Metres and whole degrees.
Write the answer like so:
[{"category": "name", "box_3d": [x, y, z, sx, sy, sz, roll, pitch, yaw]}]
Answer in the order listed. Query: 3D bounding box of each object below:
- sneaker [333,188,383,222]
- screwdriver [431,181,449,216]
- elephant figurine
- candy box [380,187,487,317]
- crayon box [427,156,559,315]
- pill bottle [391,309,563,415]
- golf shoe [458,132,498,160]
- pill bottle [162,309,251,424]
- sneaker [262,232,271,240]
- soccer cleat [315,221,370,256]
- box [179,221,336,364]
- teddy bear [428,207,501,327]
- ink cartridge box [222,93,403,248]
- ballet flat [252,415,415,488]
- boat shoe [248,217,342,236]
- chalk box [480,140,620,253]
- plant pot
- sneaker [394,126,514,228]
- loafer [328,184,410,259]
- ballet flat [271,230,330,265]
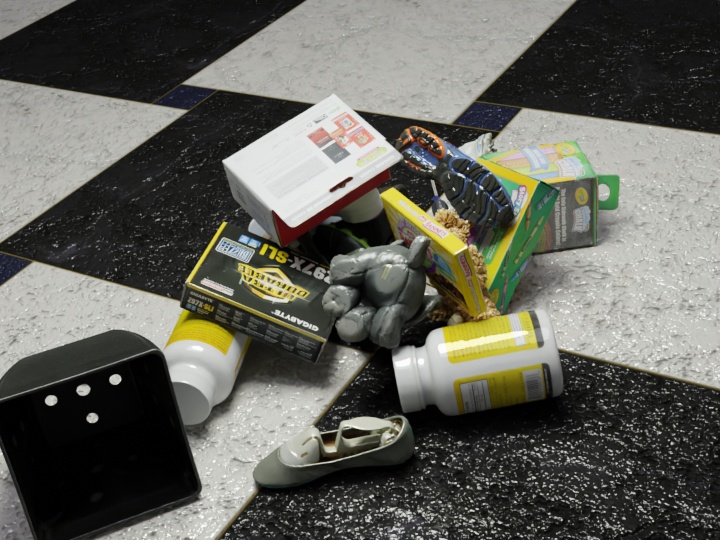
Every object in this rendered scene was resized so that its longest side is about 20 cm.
[{"category": "sneaker", "box_3d": [-0.060, -0.124, 1.646, 0.199, 0.100, 0.075, -2, 38, 29]}, {"category": "screwdriver", "box_3d": [0.122, -0.127, 1.793, 0.029, 0.028, 0.200, -35, 30, 12]}, {"category": "elephant figurine", "box_3d": [0.035, 0.027, 1.405, 0.154, 0.142, 0.200, 2, 0, 17]}, {"category": "candy box", "box_3d": [0.092, -0.026, 1.378, 0.026, 0.103, 0.200, -28, 34, -13]}, {"category": "crayon box", "box_3d": [0.182, -0.047, 1.515, 0.119, 0.201, 0.058, 29, 6, 42]}, {"category": "pill bottle", "box_3d": [0.143, 0.119, 1.337, 0.199, 0.112, 0.112, -10, 33, 3]}, {"category": "golf shoe", "box_3d": [0.176, -0.154, 1.797, 0.097, 0.079, 0.200, -14, 24, 22]}, {"category": "pill bottle", "box_3d": [-0.208, 0.111, 1.434, 0.104, 0.105, 0.200, 0, 34, 11]}, {"category": "sneaker", "box_3d": [-0.132, 0.003, 1.613, 0.075, 0.071, 0.200, 6, 37, 12]}, {"category": "soccer cleat", "box_3d": [0.000, 0.000, 1.552, 0.200, 0.068, 0.081, 35, 84, 26]}, {"category": "box", "box_3d": [-0.124, 0.027, 1.459, 0.199, 0.049, 0.160, 23, 34, 0]}, {"category": "teddy bear", "box_3d": [0.126, 0.015, 1.443, 0.066, 0.201, 0.145, -6, -8, -34]}, {"category": "ink cartridge box", "box_3d": [-0.062, -0.131, 1.519, 0.200, 0.084, 0.176, -33, 53, -17]}, {"category": "ballet flat", "box_3d": [-0.035, 0.209, 1.288, 0.199, 0.064, 0.068, -10, 33, -2]}, {"category": "boat shoe", "box_3d": [-0.093, -0.093, 1.756, 0.199, 0.070, 0.066, -25, 14, -14]}, {"category": "chalk box", "box_3d": [0.294, -0.113, 1.646, 0.199, 0.125, 0.124, -8, 33, -2]}, {"category": "plant pot", "box_3d": [-0.323, 0.177, 1.295, 0.199, 0.201, 0.177, -17, 24, -14]}, {"category": "sneaker", "box_3d": [0.141, -0.132, 1.492, 0.200, 0.075, 0.078, 45, 22, 23]}, {"category": "loafer", "box_3d": [0.006, -0.067, 1.697, 0.071, 0.073, 0.200, 2, 32, 37]}, {"category": "ballet flat", "box_3d": [-0.090, -0.023, 1.582, 0.068, 0.068, 0.200, -18, 60, -27]}]
